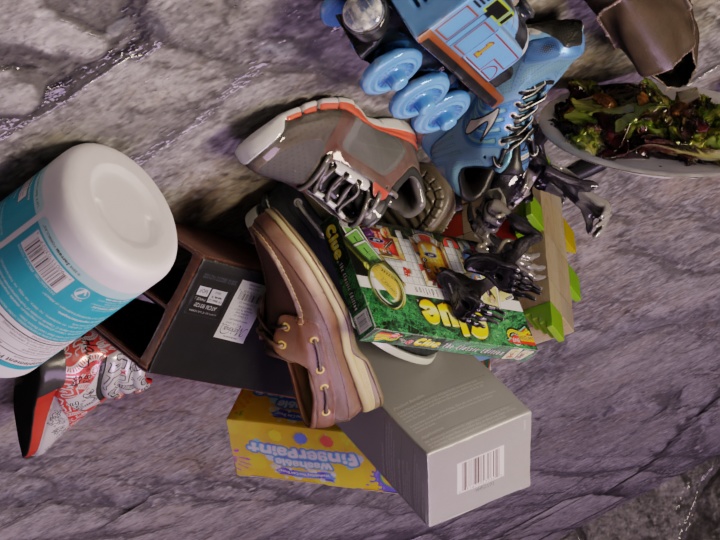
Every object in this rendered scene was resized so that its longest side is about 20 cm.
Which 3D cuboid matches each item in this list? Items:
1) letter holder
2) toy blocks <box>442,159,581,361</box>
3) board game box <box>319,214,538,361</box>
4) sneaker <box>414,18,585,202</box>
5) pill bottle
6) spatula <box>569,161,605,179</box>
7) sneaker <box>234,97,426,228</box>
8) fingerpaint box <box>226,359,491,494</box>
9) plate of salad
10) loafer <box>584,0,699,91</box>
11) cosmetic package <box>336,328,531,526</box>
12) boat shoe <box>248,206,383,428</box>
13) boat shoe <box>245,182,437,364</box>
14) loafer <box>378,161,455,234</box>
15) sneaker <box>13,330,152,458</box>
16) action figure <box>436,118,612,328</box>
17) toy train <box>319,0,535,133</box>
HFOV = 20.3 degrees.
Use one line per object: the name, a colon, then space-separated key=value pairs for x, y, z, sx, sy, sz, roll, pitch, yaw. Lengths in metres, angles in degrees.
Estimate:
letter holder: x=-0.132 y=0.017 z=1.617 sx=0.200 sy=0.142 sz=0.101 roll=16 pitch=104 yaw=-55
toy blocks: x=0.108 y=0.000 z=1.745 sx=0.136 sy=0.201 sz=0.100 roll=-19 pitch=139 yaw=21
board game box: x=0.057 y=0.016 z=1.593 sx=0.023 sy=0.105 sz=0.200 roll=-35 pitch=152 yaw=34
sneaker: x=0.119 y=-0.120 z=1.528 sx=0.078 sy=0.090 sz=0.200 roll=-11 pitch=159 yaw=-31
pill bottle: x=-0.232 y=0.004 z=1.419 sx=0.200 sy=0.111 sz=0.111 roll=-33 pitch=160 yaw=29
spatula: x=0.158 y=-0.061 z=1.853 sx=0.200 sy=0.021 sz=0.056 roll=-34 pitch=172 yaw=22
sneaker: x=-0.009 y=-0.075 z=1.512 sx=0.077 sy=0.082 sz=0.200 roll=-35 pitch=159 yaw=33
fingerpaint box: x=0.002 y=0.114 z=1.801 sx=0.199 sy=0.167 sz=0.074 roll=5 pitch=129 yaw=17
plate of salad: x=0.241 y=-0.122 z=1.588 sx=0.199 sy=0.200 sz=0.048 roll=-13 pitch=121 yaw=-28
loafer: x=0.221 y=-0.185 z=1.498 sx=0.073 sy=0.072 sz=0.200 roll=-29 pitch=161 yaw=17
cosmetic package: x=0.046 y=0.110 z=1.672 sx=0.106 sy=0.200 sz=0.091 roll=-19 pitch=128 yaw=-22
boat shoe: x=-0.045 y=0.043 z=1.548 sx=0.067 sy=0.072 sz=0.201 roll=-30 pitch=124 yaw=-9
boat shoe: x=0.000 y=0.000 z=1.611 sx=0.200 sy=0.076 sz=0.060 roll=36 pitch=114 yaw=-23
loafer: x=0.008 y=-0.027 z=1.693 sx=0.200 sy=0.076 sz=0.067 roll=-35 pitch=167 yaw=32
sneaker: x=-0.241 y=0.106 z=1.755 sx=0.107 sy=0.067 sz=0.202 roll=-7 pitch=154 yaw=-19
action figure: x=0.133 y=-0.037 z=1.618 sx=0.119 sy=0.102 sz=0.200 roll=-49 pitch=-170 yaw=45
toy train: x=0.053 y=-0.161 z=1.350 sx=0.114 sy=0.087 sz=0.200 roll=-33 pitch=160 yaw=12
